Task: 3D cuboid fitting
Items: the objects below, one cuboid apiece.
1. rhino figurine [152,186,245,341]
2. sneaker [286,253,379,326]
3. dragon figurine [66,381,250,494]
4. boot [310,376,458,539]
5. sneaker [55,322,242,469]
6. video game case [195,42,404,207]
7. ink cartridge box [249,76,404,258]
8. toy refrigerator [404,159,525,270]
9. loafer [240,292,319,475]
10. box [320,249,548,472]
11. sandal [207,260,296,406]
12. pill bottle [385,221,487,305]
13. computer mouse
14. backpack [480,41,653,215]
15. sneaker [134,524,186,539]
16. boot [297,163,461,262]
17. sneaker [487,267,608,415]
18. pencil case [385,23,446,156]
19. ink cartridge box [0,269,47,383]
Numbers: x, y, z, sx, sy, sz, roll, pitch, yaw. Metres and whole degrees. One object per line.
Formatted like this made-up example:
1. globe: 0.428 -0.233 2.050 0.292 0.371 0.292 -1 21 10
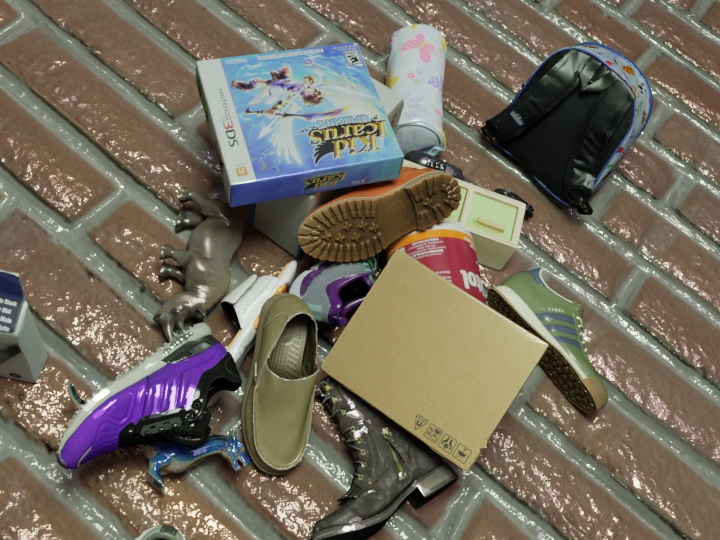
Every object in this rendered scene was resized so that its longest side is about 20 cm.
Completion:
1. rhino figurine: -0.195 -0.004 0.979 0.087 0.060 0.200 12 61 -3
2. sneaker: 0.000 0.000 0.994 0.087 0.075 0.200 13 49 33
3. dragon figurine: -0.213 0.167 0.881 0.200 0.059 0.099 37 60 8
4. boot: -0.003 0.198 0.916 0.200 0.069 0.174 -20 65 -30
5. sneaker: -0.201 0.144 0.822 0.200 0.070 0.100 -39 79 -27
6. video game case: -0.072 -0.173 0.941 0.200 0.045 0.182 -12 63 -15
7. ink cartridge box: -0.043 -0.136 1.036 0.084 0.145 0.200 35 60 10
8. toy refrigerator: 0.111 -0.078 1.085 0.200 0.070 0.076 20 59 -2
9. loafer: -0.085 0.125 0.892 0.076 0.067 0.201 1 89 -21
10. box: 0.079 0.095 0.901 0.200 0.021 0.164 33 89 17
11. sandal: -0.141 0.059 0.946 0.059 0.079 0.207 31 62 4
12. pill bottle: 0.097 0.053 0.985 0.113 0.113 0.200 -1 63 -14
13. computer mouse: 0.147 -0.110 1.126 0.200 0.059 0.034 23 81 -5
14. backpack: 0.304 -0.213 1.135 0.200 0.191 0.154 42 45 11
15. sneaker: -0.224 0.334 0.777 0.074 0.079 0.200 21 61 -3
16. boot: 0.010 -0.074 0.986 0.200 0.075 0.107 -20 28 -15
17. sneaker: 0.257 0.077 1.034 0.090 0.067 0.200 -32 70 -21
18. pencil case: 0.081 -0.254 1.167 0.090 0.083 0.200 10 60 -12
19. ink cartridge box: -0.426 0.043 0.818 0.199 0.200 0.041 14 60 -5
